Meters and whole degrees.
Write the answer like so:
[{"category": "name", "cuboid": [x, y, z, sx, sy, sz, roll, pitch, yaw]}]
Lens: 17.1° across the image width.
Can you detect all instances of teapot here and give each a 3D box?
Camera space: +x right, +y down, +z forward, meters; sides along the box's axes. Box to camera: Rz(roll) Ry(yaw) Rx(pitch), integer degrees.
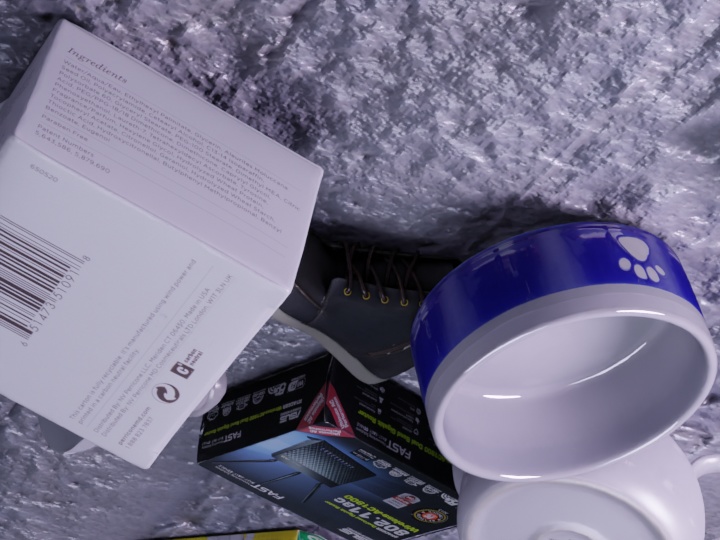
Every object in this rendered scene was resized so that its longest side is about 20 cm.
[{"category": "teapot", "cuboid": [0.176, 0.163, 1.800, 0.197, 0.146, 0.200, -28, 115, 37]}]

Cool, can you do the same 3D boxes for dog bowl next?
[{"category": "dog bowl", "cuboid": [0.137, 0.058, 1.632, 0.200, 0.079, 0.200, -10, 144, -7]}]

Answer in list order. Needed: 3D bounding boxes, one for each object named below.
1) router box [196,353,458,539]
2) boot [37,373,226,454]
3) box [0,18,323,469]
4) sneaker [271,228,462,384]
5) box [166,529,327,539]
[{"category": "router box", "cuboid": [-0.007, 0.147, 1.899, 0.200, 0.062, 0.150, 31, 144, -34]}, {"category": "boot", "cuboid": [-0.176, 0.101, 1.855, 0.095, 0.074, 0.200, -3, 176, -29]}, {"category": "box", "cuboid": [-0.162, -0.014, 1.518, 0.200, 0.131, 0.199, 29, 129, -14]}, {"category": "sneaker", "cuboid": [0.000, 0.000, 1.652, 0.106, 0.075, 0.200, -23, 141, 26]}, {"category": "box", "cuboid": [-0.096, 0.282, 2.172, 0.200, 0.048, 0.117, -10, 146, 25]}]
